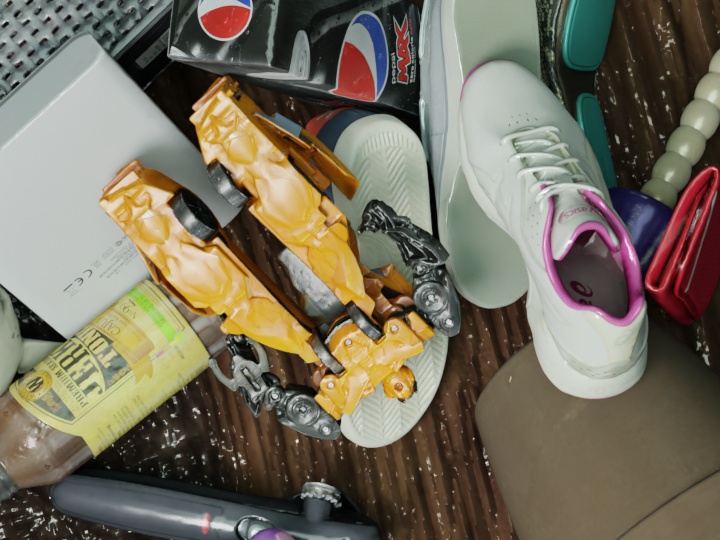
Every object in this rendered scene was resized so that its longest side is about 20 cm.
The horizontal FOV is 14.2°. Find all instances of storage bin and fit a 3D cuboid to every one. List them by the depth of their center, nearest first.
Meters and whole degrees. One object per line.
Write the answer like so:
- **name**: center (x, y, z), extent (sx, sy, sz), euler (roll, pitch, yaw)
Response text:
- **storage bin**: center (-0.147, -0.157, 1.641), extent (0.200, 0.135, 0.094), euler (-43, 85, 0)

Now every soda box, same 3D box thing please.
- **soda box**: center (-0.027, -0.130, 1.601), extent (0.070, 0.200, 0.064), euler (7, 88, 27)

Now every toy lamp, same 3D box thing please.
- **toy lamp**: center (0.186, -0.076, 1.641), extent (0.058, 0.058, 0.201), euler (27, 72, 3)

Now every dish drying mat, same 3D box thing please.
- **dish drying mat**: center (0.187, -0.011, 1.590), extent (0.018, 0.200, 0.077), euler (22, 89, 13)

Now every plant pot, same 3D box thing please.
- **plant pot**: center (0.156, 0.118, 1.609), extent (0.200, 0.200, 0.175), euler (-34, 68, 1)

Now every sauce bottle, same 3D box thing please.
- **sauce bottle**: center (-0.165, 0.078, 1.653), extent (0.200, 0.065, 0.065), euler (-40, 87, -11)

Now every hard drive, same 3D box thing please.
- **hard drive**: center (-0.155, -0.040, 1.611), extent (0.132, 0.200, 0.026), euler (-42, 59, 0)

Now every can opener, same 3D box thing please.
- **can opener**: center (-0.082, 0.146, 1.663), extent (0.199, 0.063, 0.079), euler (14, 86, 3)

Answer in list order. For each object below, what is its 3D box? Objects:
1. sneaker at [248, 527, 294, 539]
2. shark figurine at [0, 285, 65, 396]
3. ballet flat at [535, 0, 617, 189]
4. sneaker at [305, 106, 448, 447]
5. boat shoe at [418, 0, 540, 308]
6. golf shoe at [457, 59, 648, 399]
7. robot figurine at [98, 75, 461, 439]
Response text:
- **sneaker**: center (-0.117, 0.201, 1.639), extent (0.200, 0.080, 0.089), euler (-43, 70, 24)
- **shark figurine**: center (-0.254, 0.078, 1.681), extent (0.089, 0.128, 0.215), euler (39, 109, 28)
- **ballet flat**: center (0.110, -0.108, 1.671), extent (0.075, 0.068, 0.201), euler (-1, 89, 28)
- **sneaker**: center (0.000, 0.000, 1.668), extent (0.075, 0.084, 0.201), euler (-10, 111, -29)
- **boat shoe**: center (0.069, -0.082, 1.644), extent (0.070, 0.071, 0.202), euler (-6, 102, -16)
- **golf shoe**: center (0.109, -0.035, 1.544), extent (0.075, 0.092, 0.201), euler (-18, 70, -13)
- **robot figurine**: center (-0.039, -0.004, 1.580), extent (0.145, 0.058, 0.200), euler (-40, 105, 15)
